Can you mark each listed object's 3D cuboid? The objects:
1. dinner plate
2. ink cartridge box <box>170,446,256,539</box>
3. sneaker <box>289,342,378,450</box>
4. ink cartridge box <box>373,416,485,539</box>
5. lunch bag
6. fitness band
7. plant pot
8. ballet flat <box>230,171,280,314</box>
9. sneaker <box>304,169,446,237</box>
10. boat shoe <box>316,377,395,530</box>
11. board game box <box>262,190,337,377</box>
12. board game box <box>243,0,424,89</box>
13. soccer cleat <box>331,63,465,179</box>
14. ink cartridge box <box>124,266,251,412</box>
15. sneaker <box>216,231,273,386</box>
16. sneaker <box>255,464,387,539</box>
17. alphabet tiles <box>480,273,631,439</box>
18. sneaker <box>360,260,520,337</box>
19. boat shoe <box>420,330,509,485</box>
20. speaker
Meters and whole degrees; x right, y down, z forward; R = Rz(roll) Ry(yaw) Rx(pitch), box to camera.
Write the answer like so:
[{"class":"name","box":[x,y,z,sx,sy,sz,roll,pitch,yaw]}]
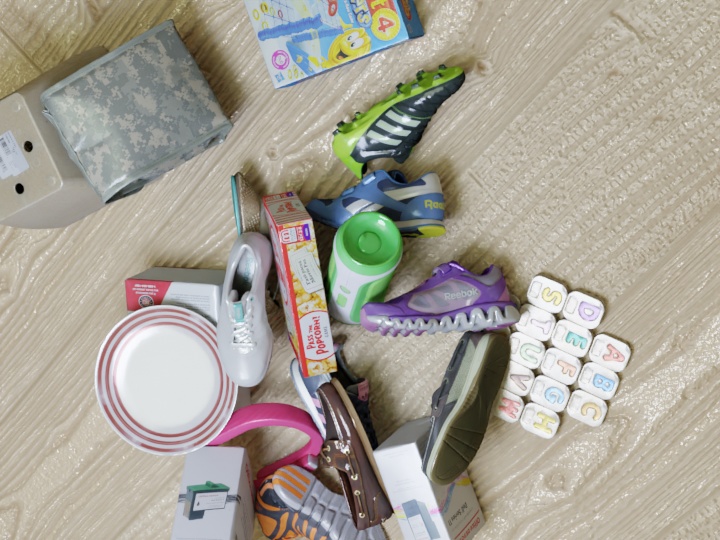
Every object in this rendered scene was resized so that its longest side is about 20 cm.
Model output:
[{"class":"dinner plate","box":[-0.256,0.145,1.779,0.200,0.024,0.201,0,92,10]},{"class":"ink cartridge box","box":[-0.193,0.351,1.762,0.084,0.200,0.146,0,136,4]},{"class":"sneaker","box":[-0.013,0.187,1.771,0.082,0.070,0.200,-33,91,29]},{"class":"ink cartridge box","box":[0.097,0.299,1.725,0.067,0.117,0.200,-17,97,27]},{"class":"lunch bag","box":[-0.290,-0.196,1.720,0.200,0.118,0.164,-31,90,-15]},{"class":"fitness band","box":[-0.142,0.245,1.815,0.200,0.037,0.144,-31,131,28]},{"class":"plant pot","box":[-0.424,-0.163,1.799,0.200,0.177,0.200,-23,94,28]},{"class":"ballet flat","box":[-0.135,-0.034,1.779,0.065,0.071,0.200,-3,107,-4]},{"class":"sneaker","box":[0.020,-0.085,1.685,0.200,0.074,0.082,3,88,30]},{"class":"boat shoe","box":[-0.015,0.238,1.716,0.070,0.070,0.200,-25,97,-7]},{"class":"board game box","box":[-0.076,0.014,1.697,0.046,0.152,0.200,-11,107,-7]},{"class":"board game box","box":[-0.046,-0.349,1.650,0.196,0.056,0.200,-17,96,27]},{"class":"soccer cleat","box":[0.055,-0.184,1.653,0.200,0.068,0.081,-29,109,28]},{"class":"ink cartridge box","box":[-0.234,0.103,1.838,0.144,0.084,0.200,4,104,22]},{"class":"sneaker","box":[-0.151,0.054,1.701,0.075,0.088,0.200,1,97,2]},{"class":"sneaker","box":[-0.058,0.350,1.840,0.200,0.078,0.112,41,137,-4]},{"class":"alphabet tiles","box":[0.229,0.108,1.675,0.195,0.015,0.200,24,112,16]},{"class":"sneaker","box":[0.095,0.033,1.643,0.200,0.080,0.089,-4,83,-13]},{"class":"boat shoe","box":[0.121,0.168,1.671,0.066,0.072,0.201,15,77,45]},{"class":"speaker","box":[0.000,0.000,1.649,0.088,0.088,0.200,40,159,9]}]
